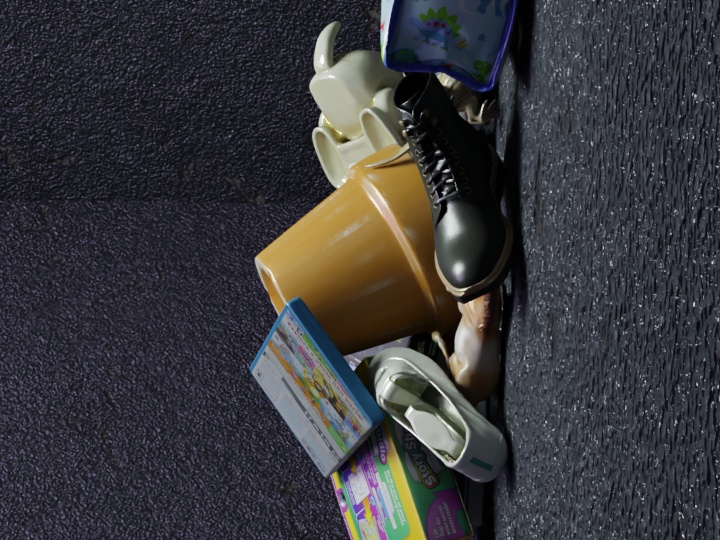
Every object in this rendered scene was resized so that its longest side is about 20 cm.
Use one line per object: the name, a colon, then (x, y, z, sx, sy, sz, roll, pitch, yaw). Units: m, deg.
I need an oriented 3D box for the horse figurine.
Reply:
horse figurine: (0.102, 0.062, 1.396, 0.133, 0.050, 0.201, -121, 35, -63)

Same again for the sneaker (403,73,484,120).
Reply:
sneaker: (0.086, -0.199, 1.561, 0.200, 0.082, 0.075, -104, 14, -73)

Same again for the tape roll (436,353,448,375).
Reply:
tape roll: (0.097, 0.131, 1.832, 0.203, 0.037, 0.204, -179, 90, -88)

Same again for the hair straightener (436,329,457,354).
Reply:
hair straightener: (0.098, -0.008, 1.719, 0.077, 0.041, 0.201, -97, 3, -78)

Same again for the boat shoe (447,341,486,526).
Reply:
boat shoe: (0.092, 0.162, 1.513, 0.072, 0.068, 0.201, -103, 13, -81)

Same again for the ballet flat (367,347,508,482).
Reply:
ballet flat: (0.057, 0.124, 1.366, 0.200, 0.069, 0.070, 39, 138, 44)

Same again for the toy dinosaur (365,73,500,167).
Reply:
toy dinosaur: (0.087, -0.167, 1.439, 0.200, 0.058, 0.101, -61, 24, 7)

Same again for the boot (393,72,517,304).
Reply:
boot: (0.069, -0.079, 1.287, 0.138, 0.077, 0.200, 53, -159, -34)

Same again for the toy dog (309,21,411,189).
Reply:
toy dog: (0.038, -0.207, 1.704, 0.194, 0.200, 0.139, 58, 143, -3)

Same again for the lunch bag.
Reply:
lunch bag: (0.084, -0.277, 1.274, 0.170, 0.127, 0.201, -88, 13, -67)

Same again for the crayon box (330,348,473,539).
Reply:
crayon box: (0.030, 0.206, 1.512, 0.173, 0.058, 0.201, -52, 52, 56)

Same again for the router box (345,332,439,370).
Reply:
router box: (-0.001, 0.085, 1.741, 0.200, 0.062, 0.150, 28, 115, 37)

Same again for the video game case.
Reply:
video game case: (-0.047, 0.121, 1.478, 0.143, 0.018, 0.200, 54, 155, 10)

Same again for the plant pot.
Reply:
plant pot: (0.000, 0.000, 1.522, 0.201, 0.183, 0.200, 59, 171, 15)
